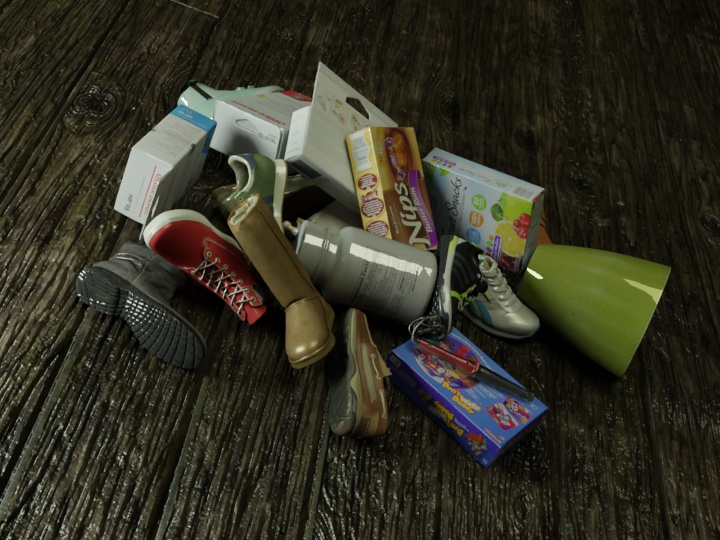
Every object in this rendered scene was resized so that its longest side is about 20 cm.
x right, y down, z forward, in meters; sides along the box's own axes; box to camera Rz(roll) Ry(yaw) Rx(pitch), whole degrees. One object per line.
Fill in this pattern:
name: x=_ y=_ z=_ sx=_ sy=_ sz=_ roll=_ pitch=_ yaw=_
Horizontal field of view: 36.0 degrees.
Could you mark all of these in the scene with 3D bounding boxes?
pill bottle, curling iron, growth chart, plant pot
pill bottle: x=0.000 y=0.000 z=1.602 sx=0.199 sy=0.115 sz=0.115 roll=18 pitch=36 yaw=-12
curling iron: x=0.155 y=0.125 z=1.525 sx=0.200 sy=0.050 sz=0.026 roll=34 pitch=3 yaw=-2
growth chart: x=-0.013 y=-0.058 z=1.743 sx=0.145 sy=0.018 sz=0.200 roll=43 pitch=39 yaw=14
plant pot: x=0.351 y=0.041 z=1.729 sx=0.199 sy=0.188 sz=0.187 roll=24 pitch=35 yaw=11

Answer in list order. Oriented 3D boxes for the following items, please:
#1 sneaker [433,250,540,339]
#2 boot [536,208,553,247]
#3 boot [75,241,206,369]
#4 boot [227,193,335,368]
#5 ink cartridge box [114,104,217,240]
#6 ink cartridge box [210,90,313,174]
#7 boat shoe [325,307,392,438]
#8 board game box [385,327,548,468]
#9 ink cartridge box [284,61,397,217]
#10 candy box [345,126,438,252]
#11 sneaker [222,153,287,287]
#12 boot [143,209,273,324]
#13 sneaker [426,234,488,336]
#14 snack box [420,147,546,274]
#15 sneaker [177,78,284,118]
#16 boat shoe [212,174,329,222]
sneaker: x=0.194 y=0.031 z=1.712 sx=0.200 sy=0.081 sz=0.077 roll=34 pitch=35 yaw=8
boot: x=0.302 y=-0.052 z=1.890 sx=0.199 sy=0.077 sz=0.156 roll=14 pitch=41 yaw=5
boot: x=-0.257 y=0.035 z=1.445 sx=0.200 sy=0.070 sz=0.132 roll=38 pitch=30 yaw=6
boot: x=-0.110 y=0.014 z=1.464 sx=0.200 sy=0.066 sz=0.175 roll=59 pitch=9 yaw=-18
ink cartridge box: x=-0.289 y=-0.144 z=1.602 sx=0.067 sy=0.116 sz=0.200 roll=28 pitch=35 yaw=2
ink cartridge box: x=-0.125 y=-0.224 z=1.787 sx=0.145 sy=0.083 sz=0.200 roll=27 pitch=26 yaw=28
boat shoe: x=0.001 y=0.142 z=1.470 sx=0.074 sy=0.076 sz=0.201 roll=18 pitch=44 yaw=-19
board game box: x=0.145 y=0.166 z=1.543 sx=0.200 sy=0.045 sz=0.134 roll=41 pitch=38 yaw=20
ink cartridge box: x=-0.026 y=-0.200 z=1.735 sx=0.200 sy=0.043 sz=0.174 roll=33 pitch=53 yaw=-39
candy box: x=0.050 y=-0.120 z=1.723 sx=0.116 sy=0.056 sz=0.201 roll=-6 pitch=83 yaw=-50
sneaker: x=-0.159 y=-0.077 z=1.589 sx=0.090 sy=0.067 sz=0.201 roll=14 pitch=66 yaw=-29
boot: x=-0.192 y=0.003 z=1.467 sx=0.144 sy=0.072 sz=0.200 roll=54 pitch=13 yaw=30
sneaker: x=0.147 y=0.018 z=1.611 sx=0.082 sy=0.072 sz=0.200 roll=14 pitch=44 yaw=-3
snack box: x=0.187 y=-0.095 z=1.771 sx=0.199 sy=0.143 sz=0.053 roll=25 pitch=41 yaw=24
sneaker: x=-0.218 y=-0.293 z=1.869 sx=0.118 sy=0.074 sz=0.200 roll=35 pitch=35 yaw=17
boat shoe: x=-0.132 y=-0.117 z=1.706 sx=0.200 sy=0.073 sz=0.063 roll=-18 pitch=59 yaw=-35
